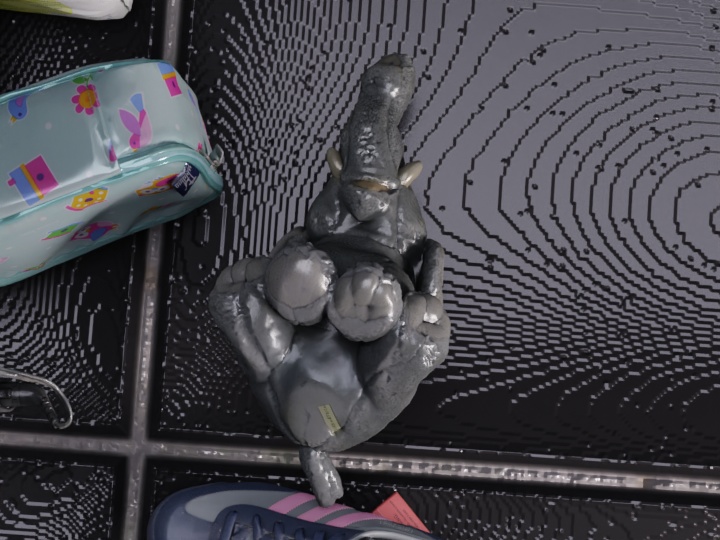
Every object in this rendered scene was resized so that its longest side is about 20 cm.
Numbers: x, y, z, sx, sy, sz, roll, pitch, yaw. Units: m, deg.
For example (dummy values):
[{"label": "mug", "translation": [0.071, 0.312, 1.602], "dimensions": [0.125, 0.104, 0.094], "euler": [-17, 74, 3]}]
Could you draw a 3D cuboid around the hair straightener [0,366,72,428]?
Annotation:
[{"label": "hair straightener", "translation": [-0.251, 0.070, 1.357], "dimensions": [0.200, 0.077, 0.041], "euler": [3, 80, 0]}]

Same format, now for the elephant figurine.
[{"label": "elephant figurine", "translation": [0.000, 0.000, 1.499], "dimensions": [0.155, 0.200, 0.142], "euler": [-38, 108, 27]}]

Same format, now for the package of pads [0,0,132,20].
[{"label": "package of pads", "translation": [-0.225, -0.234, 1.553], "dimensions": [0.200, 0.068, 0.155], "euler": [7, 81, 2]}]

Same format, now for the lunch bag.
[{"label": "lunch bag", "translation": [-0.176, -0.049, 1.484], "dimensions": [0.200, 0.160, 0.077], "euler": [-19, 77, 3]}]

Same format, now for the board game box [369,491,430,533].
[{"label": "board game box", "translation": [0.044, 0.238, 1.510], "dimensions": [0.103, 0.019, 0.200], "euler": [-39, 84, -4]}]

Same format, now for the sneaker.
[{"label": "sneaker", "translation": [-0.025, 0.159, 1.471], "dimensions": [0.200, 0.082, 0.070], "euler": [10, 82, 2]}]
